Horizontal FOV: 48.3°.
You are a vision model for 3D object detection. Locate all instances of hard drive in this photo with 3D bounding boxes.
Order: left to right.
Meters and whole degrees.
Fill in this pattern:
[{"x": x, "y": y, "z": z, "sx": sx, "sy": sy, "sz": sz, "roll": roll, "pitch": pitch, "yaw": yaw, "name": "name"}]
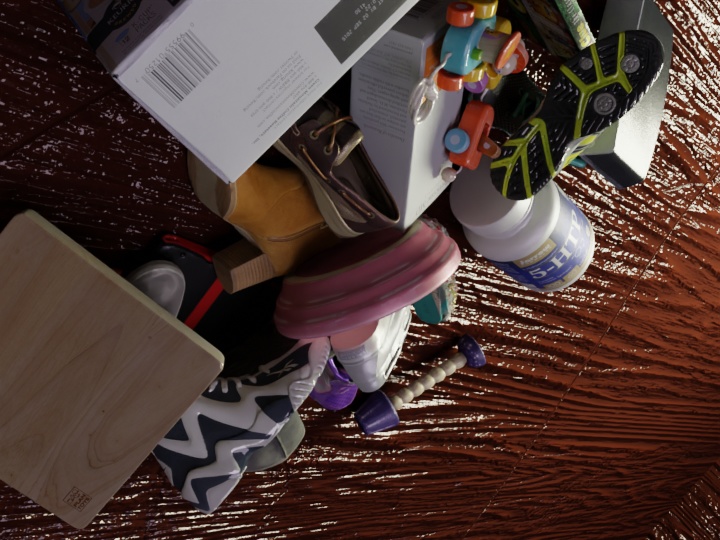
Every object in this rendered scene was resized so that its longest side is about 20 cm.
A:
[{"x": 0.298, "y": -0.203, "z": 0.889, "sx": 0.134, "sy": 0.042, "sz": 0.202, "roll": 21, "pitch": 80, "yaw": -50, "name": "hard drive"}]

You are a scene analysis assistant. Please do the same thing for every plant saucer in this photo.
[{"x": 0.000, "y": 0.000, "z": 0.806, "sx": 0.199, "sy": 0.200, "sz": 0.051, "roll": -27, "pitch": 105, "yaw": -18, "name": "plant saucer"}]

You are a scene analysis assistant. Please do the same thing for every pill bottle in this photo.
[{"x": 0.189, "y": -0.058, "z": 0.949, "sx": 0.120, "sy": 0.120, "sz": 0.200, "roll": -49, "pitch": 142, "yaw": 10, "name": "pill bottle"}]

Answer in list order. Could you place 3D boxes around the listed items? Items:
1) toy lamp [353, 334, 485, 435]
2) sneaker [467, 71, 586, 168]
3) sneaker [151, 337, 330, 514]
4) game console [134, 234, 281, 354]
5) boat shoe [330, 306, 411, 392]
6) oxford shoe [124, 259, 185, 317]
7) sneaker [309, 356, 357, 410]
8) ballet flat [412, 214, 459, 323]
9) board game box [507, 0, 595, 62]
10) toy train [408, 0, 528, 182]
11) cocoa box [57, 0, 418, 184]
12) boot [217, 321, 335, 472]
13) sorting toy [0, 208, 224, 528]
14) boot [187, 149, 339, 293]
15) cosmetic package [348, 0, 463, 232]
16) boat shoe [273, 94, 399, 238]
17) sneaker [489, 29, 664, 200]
[{"x": 0.081, "y": 0.160, "z": 1.119, "sx": 0.199, "sy": 0.058, "sz": 0.058, "roll": -33, "pitch": 142, "yaw": -16, "name": "toy lamp"}, {"x": 0.191, "y": -0.165, "z": 0.862, "sx": 0.199, "sy": 0.091, "sz": 0.078, "roll": 21, "pitch": 96, "yaw": -50, "name": "sneaker"}, {"x": -0.128, "y": 0.112, "z": 0.764, "sx": 0.200, "sy": 0.129, "sz": 0.079, "roll": -51, "pitch": -179, "yaw": -6, "name": "sneaker"}, {"x": -0.188, "y": 0.066, "z": 0.820, "sx": 0.176, "sy": 0.031, "sz": 0.200, "roll": 26, "pitch": 107, "yaw": -45, "name": "game console"}, {"x": 0.023, "y": 0.052, "z": 0.849, "sx": 0.071, "sy": 0.200, "sz": 0.069, "roll": -14, "pitch": 114, "yaw": 15, "name": "boat shoe"}, {"x": -0.217, "y": 0.080, "z": 0.747, "sx": 0.075, "sy": 0.058, "sz": 0.201, "roll": 20, "pitch": 110, "yaw": -42, "name": "oxford shoe"}, {"x": -0.024, "y": 0.110, "z": 0.953, "sx": 0.080, "sy": 0.089, "sz": 0.201, "roll": -24, "pitch": 140, "yaw": -23, "name": "sneaker"}, {"x": 0.081, "y": -0.014, "z": 0.954, "sx": 0.064, "sy": 0.075, "sz": 0.201, "roll": -59, "pitch": 156, "yaw": -29, "name": "ballet flat"}, {"x": 0.160, "y": -0.259, "z": 0.742, "sx": 0.023, "sy": 0.105, "sz": 0.200, "roll": -44, "pitch": 142, "yaw": 8, "name": "board game box"}, {"x": 0.107, "y": -0.155, "z": 0.712, "sx": 0.151, "sy": 0.055, "sz": 0.200, "roll": -69, "pitch": 161, "yaw": 2, "name": "toy train"}, {"x": -0.084, "y": -0.194, "z": 0.568, "sx": 0.200, "sy": 0.131, "sz": 0.133, "roll": -44, "pitch": 142, "yaw": 3, "name": "cocoa box"}, {"x": -0.086, "y": 0.145, "z": 0.904, "sx": 0.180, "sy": 0.073, "sz": 0.201, "roll": -22, "pitch": 139, "yaw": -5, "name": "boot"}, {"x": -0.250, "y": 0.079, "z": 0.677, "sx": 0.198, "sy": 0.070, "sz": 0.200, "roll": 39, "pitch": 101, "yaw": -14, "name": "sorting toy"}, {"x": -0.078, "y": -0.081, "z": 0.749, "sx": 0.143, "sy": 0.071, "sz": 0.202, "roll": -31, "pitch": 139, "yaw": -29, "name": "boot"}, {"x": 0.043, "y": -0.149, "z": 0.745, "sx": 0.101, "sy": 0.071, "sz": 0.201, "roll": -47, "pitch": 152, "yaw": -39, "name": "cosmetic package"}, {"x": -0.026, "y": -0.114, "z": 0.698, "sx": 0.072, "sy": 0.072, "sz": 0.201, "roll": -52, "pitch": 125, "yaw": -37, "name": "boat shoe"}, {"x": 0.205, "y": -0.155, "z": 0.780, "sx": 0.200, "sy": 0.075, "sz": 0.076, "roll": -43, "pitch": 179, "yaw": 29, "name": "sneaker"}]
